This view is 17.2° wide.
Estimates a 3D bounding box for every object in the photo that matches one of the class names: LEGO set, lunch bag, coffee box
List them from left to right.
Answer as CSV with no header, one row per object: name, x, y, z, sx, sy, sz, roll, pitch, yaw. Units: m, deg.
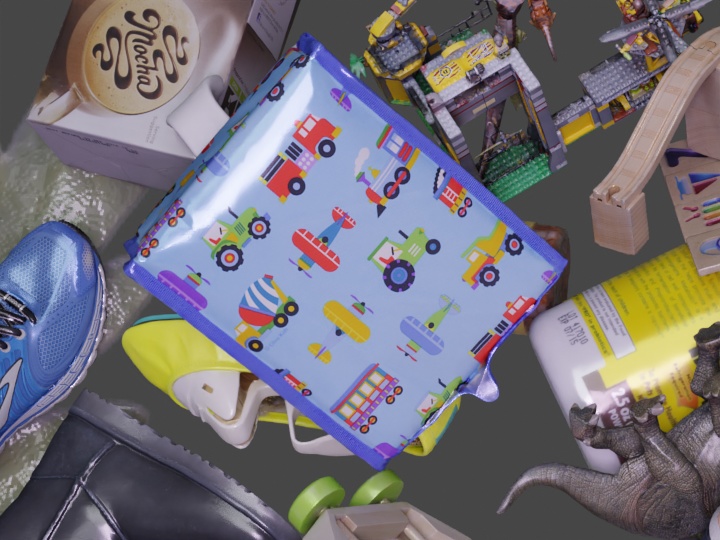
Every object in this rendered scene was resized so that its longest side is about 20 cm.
coffee box,-0.104,-0.153,1.410,0.112,0.080,0.201,15,75,16
lunch bag,0.000,0.000,1.233,0.200,0.094,0.151,41,94,-10
LEGO set,0.091,-0.136,1.337,0.199,0.116,0.154,-23,63,4

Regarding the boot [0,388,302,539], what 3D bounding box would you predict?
boot,-0.147,0.187,1.305,0.164,0.066,0.200,27,75,28

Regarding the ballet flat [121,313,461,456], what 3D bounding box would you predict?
ballet flat,-0.044,0.068,1.324,0.199,0.067,0.067,7,57,11

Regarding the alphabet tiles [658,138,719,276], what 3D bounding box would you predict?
alphabet tiles,0.244,-0.072,1.282,0.166,0.008,0.200,-16,30,6

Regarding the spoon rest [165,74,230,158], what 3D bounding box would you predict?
spoon rest,-0.034,-0.026,1.290,0.099,0.061,0.200,-46,77,8

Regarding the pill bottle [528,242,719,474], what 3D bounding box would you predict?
pill bottle,0.198,0.033,1.264,0.199,0.109,0.110,-26,67,2

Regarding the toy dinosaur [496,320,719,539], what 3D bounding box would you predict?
toy dinosaur,0.167,0.094,1.183,0.199,0.103,0.077,-31,24,2

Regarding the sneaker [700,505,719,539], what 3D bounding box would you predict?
sneaker,0.261,0.130,1.156,0.199,0.080,0.079,-6,44,-18

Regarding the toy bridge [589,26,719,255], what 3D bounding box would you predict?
toy bridge,0.188,-0.092,1.271,0.027,0.067,0.200,21,49,35

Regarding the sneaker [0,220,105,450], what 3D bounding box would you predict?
sneaker,-0.216,0.057,1.347,0.078,0.089,0.201,28,77,19

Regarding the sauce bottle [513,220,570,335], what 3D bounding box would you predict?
sauce bottle,0.017,-0.005,1.340,0.199,0.066,0.066,8,73,14

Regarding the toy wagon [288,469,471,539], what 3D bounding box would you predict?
toy wagon,0.027,0.169,1.207,0.155,0.200,0.040,44,108,22

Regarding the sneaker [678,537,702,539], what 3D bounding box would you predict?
sneaker,0.208,0.191,1.205,0.199,0.089,0.079,3,42,-6
